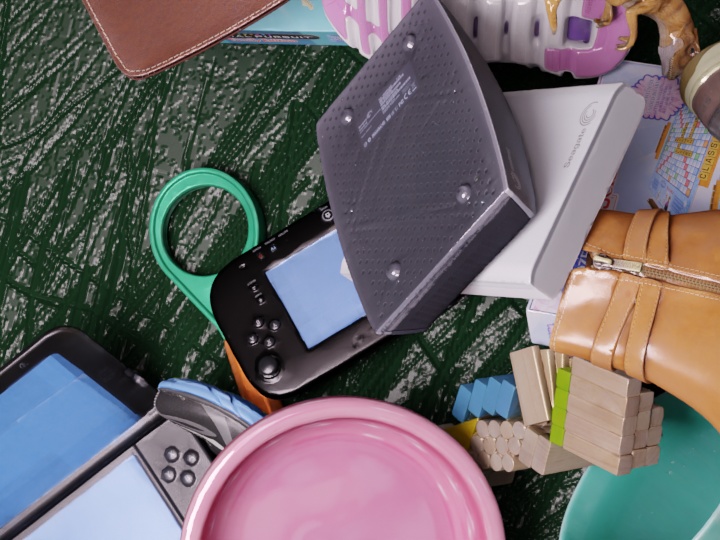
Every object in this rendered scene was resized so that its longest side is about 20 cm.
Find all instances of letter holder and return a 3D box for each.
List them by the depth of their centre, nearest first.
[{"bbox_3d":[-0.079,-0.215,1.164,0.200,0.101,0.142,-31,79,11],"label":"letter holder"}]

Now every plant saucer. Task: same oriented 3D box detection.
[{"bbox_3d":[-0.012,0.174,1.113,0.200,0.051,0.201,-1,95,-7],"label":"plant saucer"}]

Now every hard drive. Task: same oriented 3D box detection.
[{"bbox_3d":[0.038,-0.064,1.075,0.135,0.042,0.200,-49,35,27],"label":"hard drive"},{"bbox_3d":[0.074,-0.048,1.090,0.200,0.027,0.132,4,64,57],"label":"hard drive"}]

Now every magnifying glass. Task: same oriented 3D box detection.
[{"bbox_3d":[-0.087,0.025,1.231,0.080,0.022,0.200,-21,77,12],"label":"magnifying glass"}]

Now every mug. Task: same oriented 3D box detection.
[{"bbox_3d":[0.201,0.161,1.073,0.114,0.185,0.152,37,55,-18],"label":"mug"}]

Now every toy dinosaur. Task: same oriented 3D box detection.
[{"bbox_3d":[0.154,-0.190,1.053,0.106,0.200,0.060,-12,56,11],"label":"toy dinosaur"}]

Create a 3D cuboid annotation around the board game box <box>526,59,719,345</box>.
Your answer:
[{"bbox_3d":[0.222,-0.030,1.092,0.199,0.041,0.200,11,58,17],"label":"board game box"}]

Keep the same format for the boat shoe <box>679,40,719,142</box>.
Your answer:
[{"bbox_3d":[0.294,-0.121,1.077,0.201,0.072,0.066,-18,55,-1],"label":"boat shoe"}]

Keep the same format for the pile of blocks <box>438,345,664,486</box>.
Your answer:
[{"bbox_3d":[0.117,0.088,1.109,0.200,0.062,0.082,-16,81,52],"label":"pile of blocks"}]

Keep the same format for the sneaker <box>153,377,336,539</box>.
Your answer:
[{"bbox_3d":[-0.062,0.146,1.162,0.083,0.071,0.200,-44,91,-4],"label":"sneaker"}]

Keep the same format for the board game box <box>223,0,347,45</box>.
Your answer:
[{"bbox_3d":[-0.060,-0.232,1.235,0.200,0.047,0.151,3,85,16],"label":"board game box"}]

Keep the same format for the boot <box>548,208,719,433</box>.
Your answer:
[{"bbox_3d":[0.177,0.050,0.979,0.155,0.077,0.200,9,65,15],"label":"boot"}]

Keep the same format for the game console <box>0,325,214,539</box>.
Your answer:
[{"bbox_3d":[-0.202,0.164,1.197,0.200,0.116,0.176,-38,75,9],"label":"game console"}]

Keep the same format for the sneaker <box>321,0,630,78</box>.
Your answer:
[{"bbox_3d":[0.076,-0.175,1.163,0.200,0.088,0.081,7,123,4],"label":"sneaker"}]

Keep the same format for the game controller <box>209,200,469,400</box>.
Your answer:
[{"bbox_3d":[0.000,0.000,1.186,0.200,0.042,0.104,-31,78,3],"label":"game controller"}]
